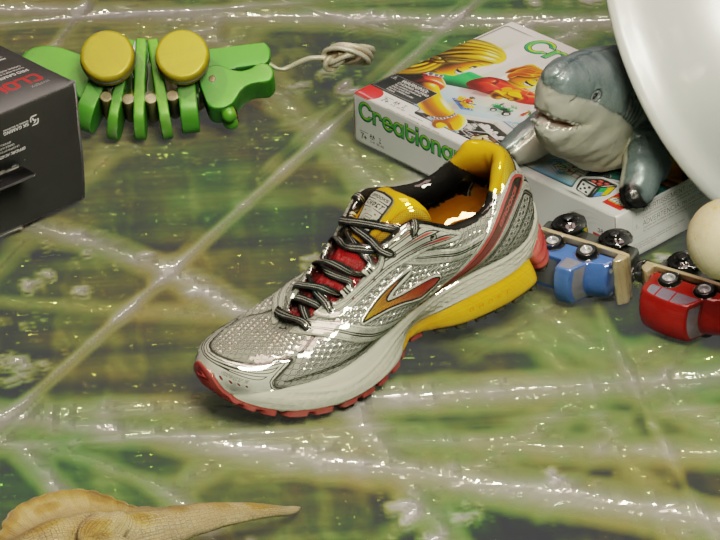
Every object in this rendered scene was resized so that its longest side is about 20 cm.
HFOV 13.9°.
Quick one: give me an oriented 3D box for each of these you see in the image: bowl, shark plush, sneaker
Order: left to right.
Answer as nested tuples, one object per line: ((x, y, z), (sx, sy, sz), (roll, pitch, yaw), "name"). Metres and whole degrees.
((0.000, 0.000, 1.433), (0.200, 0.082, 0.078), (-33, 42, -25), "sneaker")
((0.158, -0.105, 1.543), (0.200, 0.083, 0.091), (-27, 39, -34), "shark plush")
((0.220, -0.128, 1.522), (0.090, 0.201, 0.201), (-24, 16, 36), "bowl")

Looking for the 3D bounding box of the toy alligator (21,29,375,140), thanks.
((-0.091, -0.100, 1.649), (0.200, 0.059, 0.054), (0, 73, 0), "toy alligator")

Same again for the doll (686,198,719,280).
((0.238, -0.013, 1.441), (0.200, 0.048, 0.136), (-2, 19, -35), "doll")

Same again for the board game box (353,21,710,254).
((0.109, -0.072, 1.606), (0.126, 0.035, 0.200), (-27, 39, -36), "board game box")

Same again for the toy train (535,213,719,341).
((0.163, 0.015, 1.463), (0.200, 0.034, 0.046), (19, 47, 30), "toy train")

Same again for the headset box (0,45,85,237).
((-0.255, -0.070, 1.579), (0.149, 0.077, 0.200), (-26, 37, -36), "headset box")

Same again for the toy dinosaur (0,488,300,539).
((-0.111, 0.121, 1.270), (0.200, 0.058, 0.101), (-10, 31, -15), "toy dinosaur")
